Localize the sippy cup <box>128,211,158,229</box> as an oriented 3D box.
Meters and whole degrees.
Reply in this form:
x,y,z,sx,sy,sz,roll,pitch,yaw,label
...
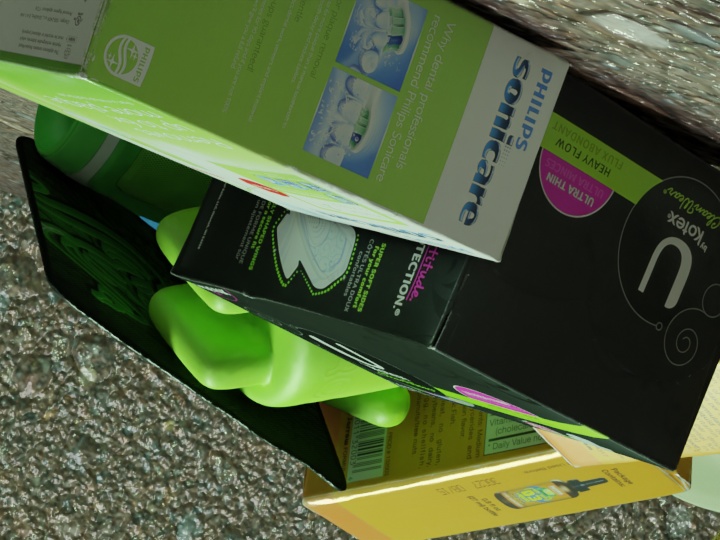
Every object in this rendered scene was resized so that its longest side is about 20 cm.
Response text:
x,y,z,sx,sy,sz,roll,pitch,yaw,label
-0.085,-0.039,1.585,0.130,0.178,0.140,5,141,31,sippy cup

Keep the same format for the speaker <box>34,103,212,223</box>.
x,y,z,sx,sy,sz,roll,pitch,yaw,label
-0.062,-0.057,1.463,0.199,0.089,0.088,22,176,-25,speaker

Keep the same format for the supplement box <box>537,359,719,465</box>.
x,y,z,sx,sy,sz,roll,pitch,yaw,label
0.157,0.038,1.253,0.069,0.067,0.200,45,148,-25,supplement box

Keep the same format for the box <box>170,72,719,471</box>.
x,y,z,sx,sy,sz,roll,pitch,yaw,label
0.046,-0.012,1.214,0.148,0.125,0.200,27,173,-35,box

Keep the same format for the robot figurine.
x,y,z,sx,sy,sz,roll,pitch,yaw,label
0.000,0.000,1.385,0.199,0.176,0.116,-11,-145,-28,robot figurine

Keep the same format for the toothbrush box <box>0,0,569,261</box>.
x,y,z,sx,sy,sz,roll,pitch,yaw,label
-0.048,-0.082,1.067,0.199,0.086,0.145,21,176,-37,toothbrush box

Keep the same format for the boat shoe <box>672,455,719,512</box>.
x,y,z,sx,sy,sz,roll,pitch,yaw,label
0.175,0.065,1.522,0.074,0.066,0.199,6,153,32,boat shoe

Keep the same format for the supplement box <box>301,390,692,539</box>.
x,y,z,sx,sy,sz,roll,pitch,yaw,label
0.069,0.087,1.447,0.199,0.069,0.066,-12,147,35,supplement box

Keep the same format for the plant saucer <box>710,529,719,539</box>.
x,y,z,sx,sy,sz,roll,pitch,yaw,label
0.266,0.123,1.640,0.048,0.200,0.200,43,175,6,plant saucer

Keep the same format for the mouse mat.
x,y,z,sx,sy,sz,roll,pitch,yaw,label
-0.089,0.020,1.428,0.200,0.008,0.161,36,-163,-29,mouse mat
